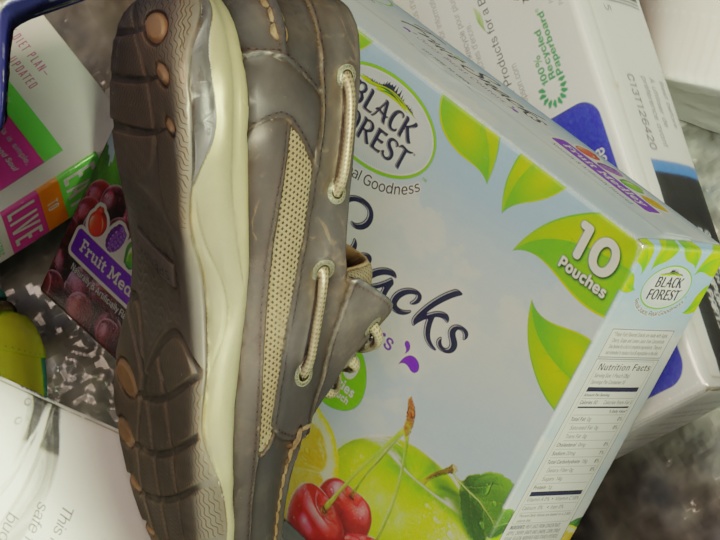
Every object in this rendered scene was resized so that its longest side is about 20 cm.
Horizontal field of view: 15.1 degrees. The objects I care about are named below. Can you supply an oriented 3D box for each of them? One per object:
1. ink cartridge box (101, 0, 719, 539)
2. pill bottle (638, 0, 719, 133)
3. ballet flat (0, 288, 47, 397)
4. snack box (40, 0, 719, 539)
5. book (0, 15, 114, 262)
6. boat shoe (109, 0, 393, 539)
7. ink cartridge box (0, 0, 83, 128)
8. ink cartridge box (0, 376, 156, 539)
[{"bbox_3d":[0.017,-0.015,0.892,0.200,0.047,0.199,-30,69,36],"label":"ink cartridge box"},{"bbox_3d":[0.155,-0.144,0.893,0.109,0.110,0.201,16,86,11],"label":"pill bottle"},{"bbox_3d":[-0.198,0.066,0.910,0.199,0.067,0.067,-18,86,1],"label":"ballet flat"},{"bbox_3d":[0.000,0.000,0.843,0.200,0.053,0.143,39,110,34],"label":"snack box"},{"bbox_3d":[-0.191,-0.031,0.906,0.199,0.048,0.134,-33,61,-15],"label":"book"},{"bbox_3d":[-0.026,0.013,0.776,0.073,0.201,0.075,-11,32,-21],"label":"boat shoe"},{"bbox_3d":[-0.151,-0.045,0.789,0.199,0.200,0.041,-16,96,-5],"label":"ink cartridge box"},{"bbox_3d":[-0.151,0.096,0.830,0.199,0.084,0.146,26,79,-25],"label":"ink cartridge box"}]
